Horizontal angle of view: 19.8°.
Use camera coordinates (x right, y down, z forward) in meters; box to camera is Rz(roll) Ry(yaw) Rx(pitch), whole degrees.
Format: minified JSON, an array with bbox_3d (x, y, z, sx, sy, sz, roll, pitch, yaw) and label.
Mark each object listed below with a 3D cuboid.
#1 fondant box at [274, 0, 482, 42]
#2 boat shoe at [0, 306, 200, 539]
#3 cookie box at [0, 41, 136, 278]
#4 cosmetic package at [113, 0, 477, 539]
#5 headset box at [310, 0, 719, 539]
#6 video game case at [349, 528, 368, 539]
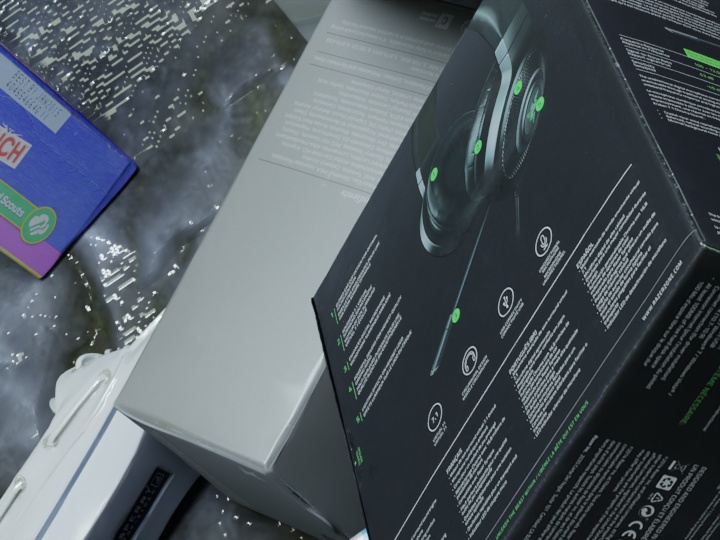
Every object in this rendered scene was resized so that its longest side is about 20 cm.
[{"bbox_3d":[0.012,-0.169,0.839,0.143,0.200,0.059,-13,58,20],"label":"fondant box"},{"bbox_3d":[-0.100,0.063,0.847,0.065,0.074,0.201,29,78,30],"label":"boat shoe"},{"bbox_3d":[-0.221,-0.104,0.937,0.200,0.171,0.075,38,86,36],"label":"cookie box"},{"bbox_3d":[0.000,0.000,0.813,0.090,0.107,0.201,21,73,34],"label":"cosmetic package"},{"bbox_3d":[0.071,0.009,0.650,0.175,0.092,0.201,-60,27,29],"label":"headset box"},{"bbox_3d":[-0.029,0.203,0.726,0.199,0.018,0.144,-36,74,-6],"label":"video game case"}]
